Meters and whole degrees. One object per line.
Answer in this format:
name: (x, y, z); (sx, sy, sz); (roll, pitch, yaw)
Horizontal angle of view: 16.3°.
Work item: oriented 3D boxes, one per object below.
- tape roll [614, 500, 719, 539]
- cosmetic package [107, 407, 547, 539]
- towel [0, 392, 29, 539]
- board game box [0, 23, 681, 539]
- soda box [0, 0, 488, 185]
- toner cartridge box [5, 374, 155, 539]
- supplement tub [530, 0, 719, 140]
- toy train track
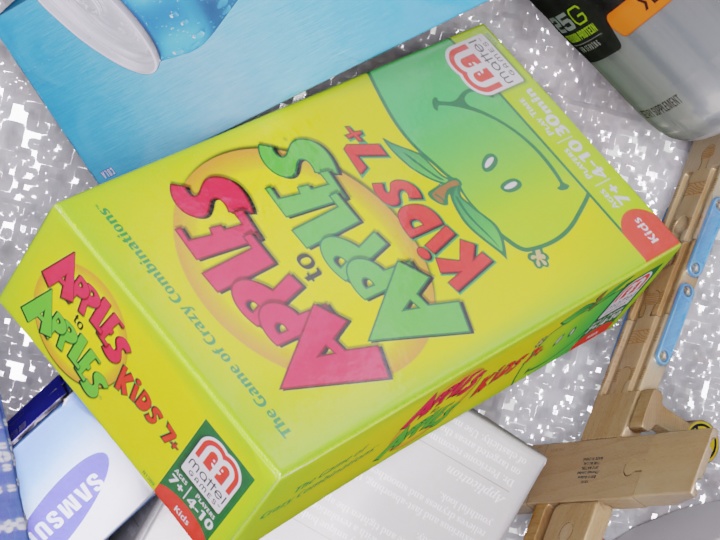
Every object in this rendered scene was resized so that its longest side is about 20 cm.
tape roll: (0.141, 0.179, 0.849); (0.201, 0.071, 0.203); (0, 92, -8)
cosmetic package: (-0.037, 0.116, 0.815); (0.107, 0.090, 0.200); (33, 89, -7)
towel: (-0.175, 0.029, 0.729); (0.144, 0.024, 0.201); (-5, 62, -21)
board game box: (0.000, 0.000, 0.764); (0.102, 0.048, 0.200); (50, 43, 13)
soda box: (-0.014, -0.099, 0.762); (0.200, 0.064, 0.068); (-24, 107, 33)
toner cartridge box: (-0.151, 0.116, 0.792); (0.200, 0.095, 0.043); (-43, 98, -5)
supplement tub: (0.078, -0.149, 0.806); (0.200, 0.123, 0.123); (45, 85, -6)
toy train track: (0.101, 0.035, 0.836); (0.032, 0.115, 0.201); (32, 68, -25)
